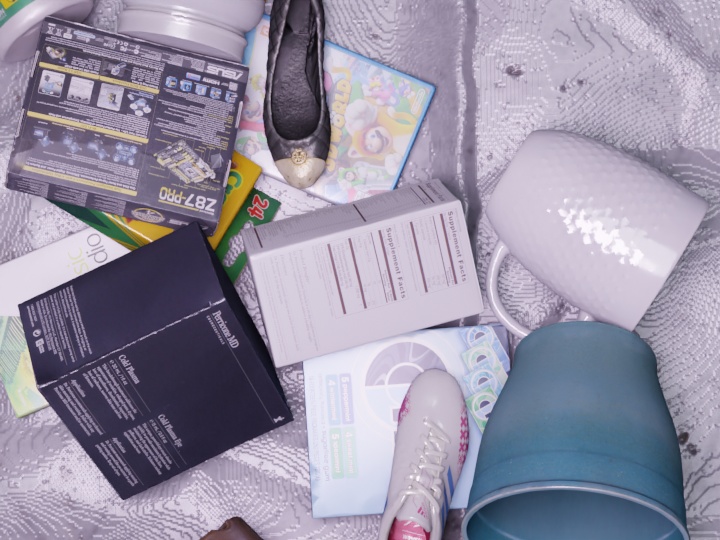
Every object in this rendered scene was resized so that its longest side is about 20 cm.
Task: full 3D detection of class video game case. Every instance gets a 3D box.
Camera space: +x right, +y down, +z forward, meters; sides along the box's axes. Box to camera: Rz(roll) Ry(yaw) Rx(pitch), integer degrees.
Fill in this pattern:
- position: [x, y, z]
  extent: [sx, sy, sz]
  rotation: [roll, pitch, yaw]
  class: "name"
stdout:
- position: [-0.044, -0.150, 1.674]
  extent: [0.198, 0.018, 0.144]
  rotation: [23, 89, 3]
  class: "video game case"

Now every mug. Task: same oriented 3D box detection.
- position: [0.197, -0.024, 1.600]
  extent: [0.174, 0.148, 0.201]
  rotation: [32, 96, 7]
  class: "mug"

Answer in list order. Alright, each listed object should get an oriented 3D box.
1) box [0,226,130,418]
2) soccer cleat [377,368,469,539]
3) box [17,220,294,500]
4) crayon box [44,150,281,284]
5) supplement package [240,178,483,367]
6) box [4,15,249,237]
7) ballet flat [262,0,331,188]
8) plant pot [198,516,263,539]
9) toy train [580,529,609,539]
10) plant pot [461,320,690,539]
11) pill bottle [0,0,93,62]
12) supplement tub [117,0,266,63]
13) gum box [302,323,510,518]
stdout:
- position: [-0.265, 0.038, 1.661]
  extent: [0.198, 0.036, 0.146]
  rotation: [-23, 86, 1]
  class: "box"
- position: [0.060, 0.192, 1.575]
  extent: [0.069, 0.086, 0.202]
  rotation: [10, 89, 2]
  class: "soccer cleat"
- position: [-0.183, 0.085, 1.568]
  extent: [0.181, 0.201, 0.105]
  rotation: [-24, 49, 0]
  class: "box"
- position: [-0.182, -0.075, 1.631]
  extent: [0.199, 0.051, 0.128]
  rotation: [30, 67, -3]
  class: "crayon box"
- position: [0.000, 0.000, 1.597]
  extent: [0.198, 0.114, 0.111]
  rotation: [-14, 106, -4]
  class: "supplement package"
- position: [-0.212, -0.133, 1.589]
  extent: [0.198, 0.049, 0.163]
  rotation: [12, 68, -10]
  class: "box"
- position: [-0.063, -0.179, 1.638]
  extent: [0.066, 0.057, 0.202]
  rotation: [-3, 87, 2]
  class: "ballet flat"
- position: [-0.102, 0.346, 1.572]
  extent: [0.200, 0.200, 0.198]
  rotation: [-42, 79, -1]
  class: "plant pot"
- position: [0.184, 0.331, 1.615]
  extent: [0.199, 0.085, 0.115]
  rotation: [-31, 74, 2]
  class: "toy train"
- position: [0.198, 0.156, 1.547]
  extent: [0.198, 0.201, 0.190]
  rotation: [8, 57, 2]
  class: "plant pot"
- position: [-0.350, -0.310, 1.644]
  extent: [0.112, 0.113, 0.201]
  rotation: [-33, 87, 0]
  class: "pill bottle"
- position: [-0.150, -0.306, 1.622]
  extent: [0.143, 0.144, 0.202]
  rotation: [12, 87, 2]
  class: "supplement tub"
- position: [0.047, 0.142, 1.643]
  extent: [0.198, 0.045, 0.172]
  rotation: [-4, 88, 2]
  class: "gum box"
